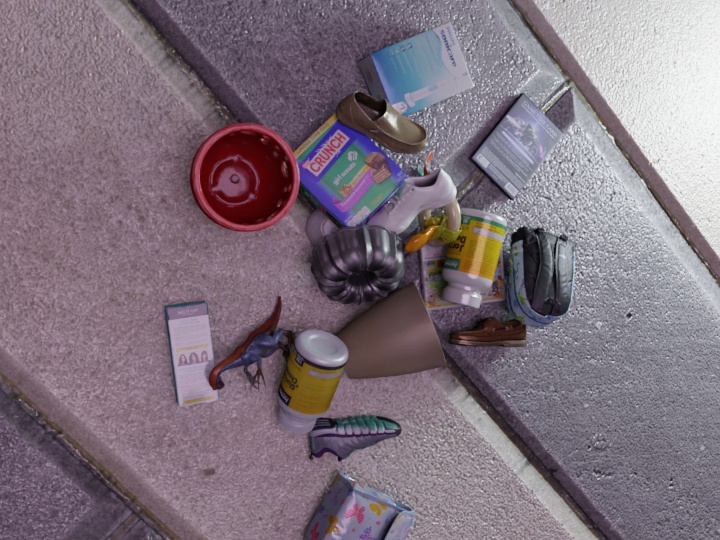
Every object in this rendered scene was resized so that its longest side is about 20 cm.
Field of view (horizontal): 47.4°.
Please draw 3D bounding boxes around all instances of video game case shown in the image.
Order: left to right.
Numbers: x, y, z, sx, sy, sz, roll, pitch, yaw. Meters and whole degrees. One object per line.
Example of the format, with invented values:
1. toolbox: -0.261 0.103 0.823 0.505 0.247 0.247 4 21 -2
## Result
1. video game case: 0.226 -0.012 1.826 0.199 0.023 0.183 -7 95 -19
2. video game case: 0.355 -0.281 1.859 0.143 0.019 0.200 42 79 -16

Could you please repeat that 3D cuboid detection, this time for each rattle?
1. rattle: 0.120 -0.143 1.717 0.142 0.130 0.201 -15 87 -16

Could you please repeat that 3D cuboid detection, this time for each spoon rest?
1. spoon rest: -0.016 -0.099 1.730 0.199 0.061 0.100 -12 95 -4

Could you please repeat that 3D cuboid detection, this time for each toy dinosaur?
1. toy dinosaur: -0.226 0.168 1.646 0.181 0.105 0.200 -6 60 -27

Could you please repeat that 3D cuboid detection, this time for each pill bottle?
1. pill bottle: -0.104 0.227 1.650 0.112 0.112 0.200 11 118 -19
2. pill bottle: 0.238 -0.024 1.758 0.112 0.113 0.201 15 88 -19

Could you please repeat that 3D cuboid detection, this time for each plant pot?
1. plant pot: -0.234 -0.174 1.578 0.200 0.182 0.201 -1 93 -19
2. plant pot: 0.052 0.148 1.706 0.200 0.187 0.188 -22 100 -1

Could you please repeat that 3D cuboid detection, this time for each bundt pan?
1. bundt pan: 0.000 0.000 1.657 0.201 0.202 0.076 2 50 -19

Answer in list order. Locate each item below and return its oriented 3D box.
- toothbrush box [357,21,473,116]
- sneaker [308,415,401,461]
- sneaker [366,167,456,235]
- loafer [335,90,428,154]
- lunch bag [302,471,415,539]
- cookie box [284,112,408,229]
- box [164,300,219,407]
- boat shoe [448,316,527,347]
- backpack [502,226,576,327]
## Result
1. toothbrush box: 0.118 -0.417 1.736 0.200 0.085 0.147 -26 102 -15
2. sneaker: -0.013 0.361 1.746 0.199 0.074 0.088 1 103 -8
3. sneaker: 0.089 -0.142 1.642 0.200 0.075 0.089 -31 139 5
4. loafer: 0.049 -0.297 1.644 0.199 0.067 0.076 19 60 -11
5. lunch bag: 0.010 0.548 1.728 0.200 0.127 0.170 33 84 -24
6. cookie box: -0.033 -0.196 1.673 0.200 0.075 0.171 44 79 4
7. box: -0.336 0.165 1.630 0.082 0.049 0.201 -7 95 -19
8. boat shoe: 0.283 0.136 1.832 0.199 0.072 0.068 2 88 -28
9. backpack: 0.399 0.026 1.822 0.163 0.154 0.200 13 53 -22
